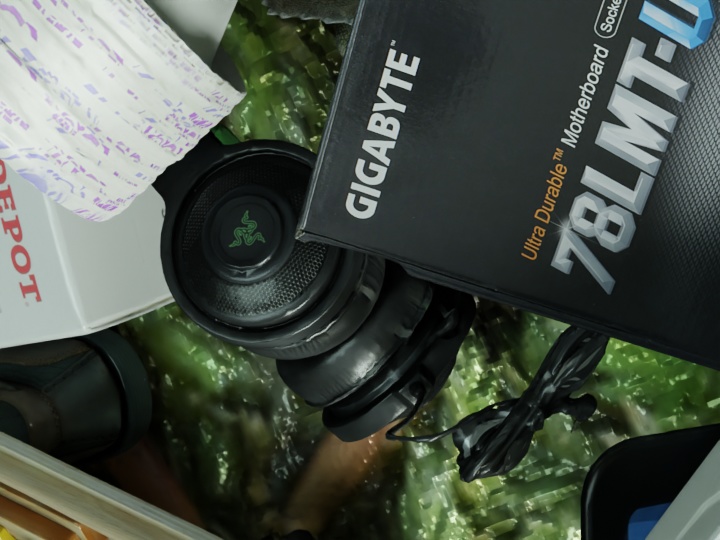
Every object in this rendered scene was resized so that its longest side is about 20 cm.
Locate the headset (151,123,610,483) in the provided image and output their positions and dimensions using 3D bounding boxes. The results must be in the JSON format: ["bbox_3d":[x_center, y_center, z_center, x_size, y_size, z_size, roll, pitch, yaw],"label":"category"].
[{"bbox_3d":[0.000,0.000,0.961,0.094,0.123,0.200,-45,45,4],"label":"headset"}]

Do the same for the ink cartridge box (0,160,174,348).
[{"bbox_3d":[-0.165,-0.043,1.098,0.199,0.084,0.145,-9,99,37],"label":"ink cartridge box"}]

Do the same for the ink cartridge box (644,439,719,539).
[{"bbox_3d":[0.165,0.140,0.850,0.200,0.067,0.116,34,107,-5],"label":"ink cartridge box"}]

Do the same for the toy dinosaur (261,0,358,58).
[{"bbox_3d":[0.032,-0.052,0.943,0.077,0.102,0.201,-32,84,38],"label":"toy dinosaur"}]

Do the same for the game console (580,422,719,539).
[{"bbox_3d":[0.170,0.146,0.896,0.175,0.116,0.201,10,110,33],"label":"game console"}]

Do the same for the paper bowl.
[{"bbox_3d":[-0.108,-0.121,0.898,0.104,0.201,0.201,-43,76,4],"label":"paper bowl"}]

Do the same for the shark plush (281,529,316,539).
[{"bbox_3d":[0.025,0.181,1.046,0.200,0.091,0.083,41,154,13],"label":"shark plush"}]

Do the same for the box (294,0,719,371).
[{"bbox_3d":[0.098,-0.064,0.810,0.198,0.050,0.200,16,131,-2],"label":"box"}]

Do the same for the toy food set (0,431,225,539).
[{"bbox_3d":[-0.088,0.135,1.066,0.199,0.060,0.144,23,154,28],"label":"toy food set"}]

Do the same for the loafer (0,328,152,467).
[{"bbox_3d":[-0.171,0.064,1.148,0.200,0.063,0.072,-17,94,38],"label":"loafer"}]
